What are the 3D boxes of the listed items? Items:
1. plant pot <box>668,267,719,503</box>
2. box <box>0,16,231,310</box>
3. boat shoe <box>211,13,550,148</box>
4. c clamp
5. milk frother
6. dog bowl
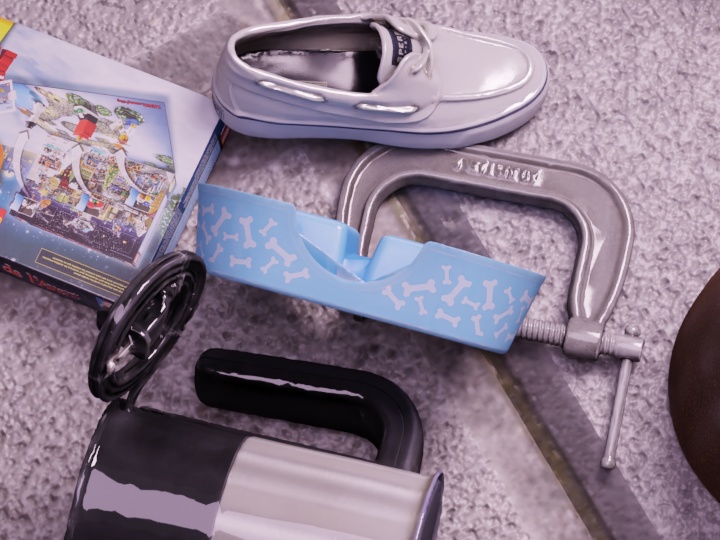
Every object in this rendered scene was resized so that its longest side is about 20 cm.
[{"bbox_3d":[0.262,0.038,1.488,0.187,0.200,0.187,-1,72,3],"label":"plant pot"},{"bbox_3d":[-0.194,-0.068,1.638,0.200,0.038,0.137,22,75,10],"label":"box"},{"bbox_3d":[0.015,-0.118,1.611,0.200,0.066,0.072,2,62,-8],"label":"boat shoe"},{"bbox_3d":[0.074,0.006,1.601,0.200,0.027,0.171,16,73,10],"label":"c clamp"},{"bbox_3d":[-0.052,0.103,1.490,0.188,0.200,0.181,12,69,7],"label":"milk frother"},{"bbox_3d":[0.000,0.000,1.540,0.200,0.111,0.050,16,90,7],"label":"dog bowl"}]
